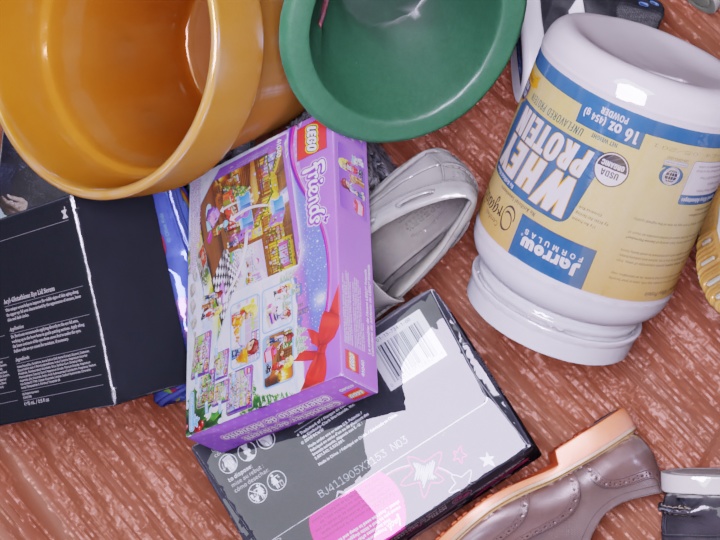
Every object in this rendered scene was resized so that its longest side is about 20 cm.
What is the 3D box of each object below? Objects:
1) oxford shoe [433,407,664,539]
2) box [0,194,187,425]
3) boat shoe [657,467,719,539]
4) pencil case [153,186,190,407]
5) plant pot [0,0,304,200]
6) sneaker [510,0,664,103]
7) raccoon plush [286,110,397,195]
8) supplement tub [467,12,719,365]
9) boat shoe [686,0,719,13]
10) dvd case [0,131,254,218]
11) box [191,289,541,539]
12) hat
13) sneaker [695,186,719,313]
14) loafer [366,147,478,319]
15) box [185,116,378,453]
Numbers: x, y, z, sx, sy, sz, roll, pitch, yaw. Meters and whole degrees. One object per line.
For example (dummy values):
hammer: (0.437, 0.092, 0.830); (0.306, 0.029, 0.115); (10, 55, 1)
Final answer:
oxford shoe: (0.119, 0.178, 1.151); (0.199, 0.071, 0.073); (-35, 83, 4)
box: (-0.221, 0.030, 1.171); (0.199, 0.078, 0.143); (-13, 92, 42)
boat shoe: (0.300, 0.168, 1.117); (0.197, 0.074, 0.061); (2, 91, 4)
pencil case: (-0.138, -0.003, 1.197); (0.086, 0.078, 0.202); (-22, 86, 38)
plant pot: (-0.120, -0.153, 1.121); (0.198, 0.183, 0.203); (4, 97, 32)
sneaker: (0.164, -0.212, 1.207); (0.110, 0.073, 0.202); (2, 74, -7)
raccoon plush: (-0.049, -0.063, 1.227); (0.134, 0.097, 0.201); (-36, 49, 16)
supplement tub: (0.160, -0.054, 1.109); (0.144, 0.145, 0.202); (25, 114, 13)
boat shoe: (0.207, -0.277, 1.203); (0.060, 0.072, 0.201); (-41, 84, -2)
dvd case: (-0.180, -0.078, 1.266); (0.198, 0.022, 0.148); (4, 83, 9)
box: (0.007, 0.124, 1.155); (0.199, 0.115, 0.133); (-33, 77, 3)
hat: (0.011, -0.214, 1.129); (0.164, 0.176, 0.201); (15, 115, -26)
sneaker: (0.271, -0.044, 1.161); (0.075, 0.087, 0.202); (-25, 53, 39)
loafer: (0.000, 0.000, 1.130); (0.070, 0.070, 0.200); (38, 104, -25)
box: (-0.055, 0.006, 1.108); (0.136, 0.039, 0.202); (-23, 55, 33)
